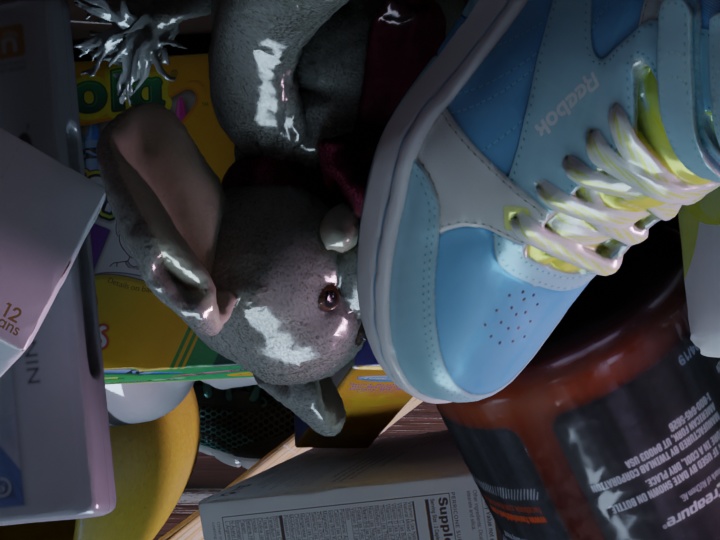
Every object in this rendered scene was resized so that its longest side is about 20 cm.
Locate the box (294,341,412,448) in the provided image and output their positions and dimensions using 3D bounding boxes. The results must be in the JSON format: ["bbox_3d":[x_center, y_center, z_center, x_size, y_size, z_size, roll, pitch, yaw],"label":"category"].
[{"bbox_3d":[0.000,0.000,0.908,0.041,0.120,0.200,0,165,-7],"label":"box"}]

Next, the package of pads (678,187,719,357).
[{"bbox_3d":[0.163,-0.062,0.629,0.068,0.155,0.200,3,165,-21],"label":"package of pads"}]

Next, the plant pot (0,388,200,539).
[{"bbox_3d":[-0.167,0.089,1.121,0.199,0.201,0.142,-14,177,38],"label":"plant pot"}]

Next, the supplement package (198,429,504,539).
[{"bbox_3d":[0.057,0.152,0.958,0.199,0.152,0.152,-8,-178,21],"label":"supplement package"}]

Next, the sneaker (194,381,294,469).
[{"bbox_3d":[-0.097,0.065,1.219,0.199,0.078,0.091,-2,156,18],"label":"sneaker"}]

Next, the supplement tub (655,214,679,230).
[{"bbox_3d":[0.124,0.001,0.903,0.106,0.108,0.200,-9,174,24],"label":"supplement tub"}]

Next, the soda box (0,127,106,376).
[{"bbox_3d":[-0.185,-0.041,0.670,0.199,0.064,0.068,30,155,-12],"label":"soda box"}]

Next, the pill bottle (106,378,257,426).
[{"bbox_3d":[-0.137,0.014,0.943,0.199,0.117,0.116,-7,165,18],"label":"pill bottle"}]

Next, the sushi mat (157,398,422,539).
[{"bbox_3d":[-0.030,0.105,1.168,0.200,0.012,0.096,-39,163,3],"label":"sushi mat"}]

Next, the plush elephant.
[{"bbox_3d":[-0.007,-0.032,0.707,0.199,0.156,0.165,-9,164,20],"label":"plush elephant"}]

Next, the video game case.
[{"bbox_3d":[-0.189,0.006,0.769,0.199,0.183,0.022,-8,175,18],"label":"video game case"}]

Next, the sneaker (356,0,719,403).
[{"bbox_3d":[0.077,-0.031,0.588,0.079,0.201,0.131,12,-161,-37],"label":"sneaker"}]

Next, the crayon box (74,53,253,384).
[{"bbox_3d":[-0.110,-0.016,0.817,0.199,0.120,0.058,-4,172,3],"label":"crayon box"}]

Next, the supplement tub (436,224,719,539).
[{"bbox_3d":[0.107,0.091,0.759,0.106,0.201,0.107,-23,-161,9],"label":"supplement tub"}]
